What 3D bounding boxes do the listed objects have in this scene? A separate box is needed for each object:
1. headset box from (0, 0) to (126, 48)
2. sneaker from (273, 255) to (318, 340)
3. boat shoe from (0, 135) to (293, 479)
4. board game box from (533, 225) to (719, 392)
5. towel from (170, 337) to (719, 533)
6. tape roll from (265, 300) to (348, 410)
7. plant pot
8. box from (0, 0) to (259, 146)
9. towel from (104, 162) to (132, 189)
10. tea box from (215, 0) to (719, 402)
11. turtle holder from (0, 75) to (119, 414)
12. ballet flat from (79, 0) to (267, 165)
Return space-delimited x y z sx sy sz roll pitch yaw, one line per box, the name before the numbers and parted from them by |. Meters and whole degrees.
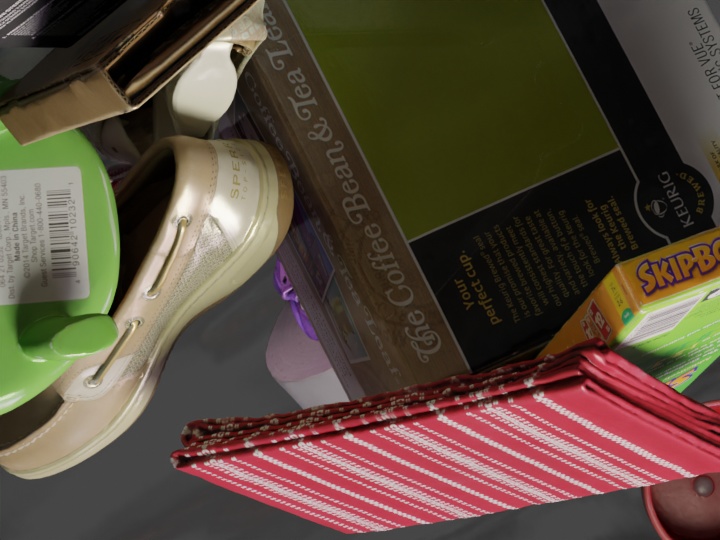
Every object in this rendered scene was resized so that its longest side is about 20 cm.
headset box | -0.114 -0.133 0.771 0.148 0.075 0.200 -35 166 30
sneaker | 0.000 0.000 1.365 0.084 0.080 0.200 -60 -170 -5
boat shoe | -0.109 0.013 1.098 0.065 0.072 0.200 11 136 -42
board game box | 0.116 0.031 1.092 0.095 0.030 0.200 -19 161 -22
towel | 0.042 0.072 1.083 0.199 0.023 0.144 -13 156 30
tape roll | 0.042 0.008 1.448 0.200 0.066 0.200 -39 -161 16
plant pot | 0.424 0.260 3.214 0.200 0.201 0.177 -26 176 -6
box | -0.043 -0.107 0.890 0.163 0.021 0.200 -44 -169 -12
towel | -0.119 -0.008 1.363 0.146 0.030 0.200 -14 162 -43
tea box | 0.059 -0.052 1.163 0.196 0.201 0.134 -23 166 -13
turtle holder | -0.187 0.001 1.016 0.185 0.141 0.132 -36 -169 -17
ballet flat | -0.081 -0.075 1.090 0.067 0.063 0.200 -5 160 -15
